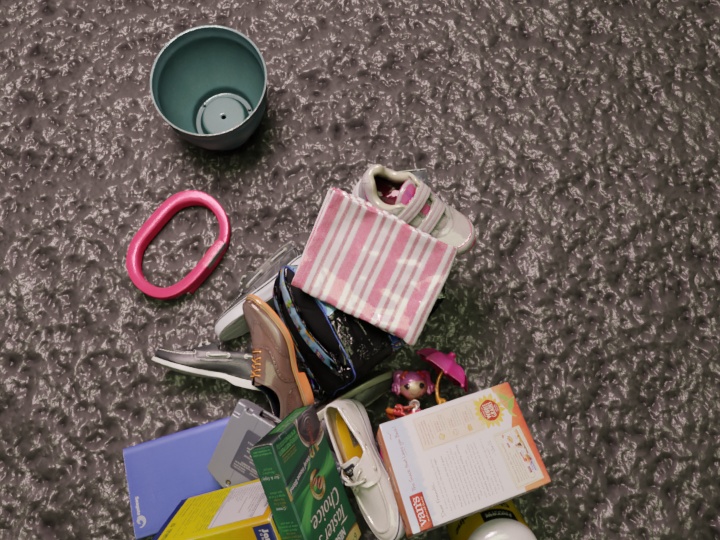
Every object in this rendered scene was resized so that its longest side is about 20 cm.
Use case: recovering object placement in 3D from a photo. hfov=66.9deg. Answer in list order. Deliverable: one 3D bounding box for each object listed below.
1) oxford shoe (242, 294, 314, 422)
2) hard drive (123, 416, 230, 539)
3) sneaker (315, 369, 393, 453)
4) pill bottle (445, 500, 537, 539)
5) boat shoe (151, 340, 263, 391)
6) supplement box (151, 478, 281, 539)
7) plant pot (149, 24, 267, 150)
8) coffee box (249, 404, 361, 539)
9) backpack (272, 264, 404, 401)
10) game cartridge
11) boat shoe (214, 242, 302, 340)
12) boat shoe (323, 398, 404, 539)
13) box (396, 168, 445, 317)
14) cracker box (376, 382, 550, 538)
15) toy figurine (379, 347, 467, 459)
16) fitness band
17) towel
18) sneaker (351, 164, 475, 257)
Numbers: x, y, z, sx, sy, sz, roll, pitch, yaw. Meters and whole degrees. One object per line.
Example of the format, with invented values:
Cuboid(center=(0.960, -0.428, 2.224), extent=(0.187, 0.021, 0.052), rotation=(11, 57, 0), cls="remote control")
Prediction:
Cuboid(center=(-0.141, 0.137, 0.839), extent=(0.072, 0.071, 0.205), rotation=(-27, 93, -35), cls="oxford shoe")
Cuboid(center=(-0.265, 0.321, 0.859), extent=(0.193, 0.025, 0.137), rotation=(-15, 77, -6), cls="hard drive")
Cuboid(center=(-0.014, 0.248, 0.870), extent=(0.196, 0.075, 0.109), rotation=(-32, 90, -8), cls="sneaker")
Cuboid(center=(0.185, 0.381, 0.757), extent=(0.108, 0.200, 0.117), rotation=(0, 93, -2), cls="pill bottle")
Cuboid(center=(-0.235, 0.147, 0.884), extent=(0.193, 0.076, 0.063), rotation=(16, 75, -10), cls="boat shoe")
Cuboid(center=(-0.175, 0.380, 0.760), extent=(0.194, 0.109, 0.113), rotation=(-19, 99, 14), cls="supplement box")
Cuboid(center=(-0.253, -0.298, 0.962), extent=(0.192, 0.135, 0.209), rotation=(1, 75, -2), cls="plant pot")
Cuboid(center=(-0.069, 0.301, 0.729), extent=(0.043, 0.122, 0.207), rotation=(-18, 93, 25), cls="coffee box")
Cuboid(center=(-0.048, 0.074, 0.845), extent=(0.132, 0.183, 0.203), rotation=(-29, 79, -27), cls="backpack")
Cuboid(center=(-0.126, 0.301, 0.816), extent=(0.196, 0.042, 0.136), rotation=(30, 102, 3), cls="game cartridge")
Cuboid(center=(-0.172, 0.034, 0.921), extent=(0.198, 0.073, 0.071), rotation=(-40, 69, -19), cls="boat shoe")
Cuboid(center=(-0.001, 0.277, 0.758), extent=(0.070, 0.069, 0.205), rotation=(-35, 62, 26), cls="boat shoe")
Cuboid(center=(0.072, -0.033, 0.889), extent=(0.083, 0.164, 0.208), rotation=(-6, 75, -3), cls="box")
Cuboid(center=(0.131, 0.248, 0.722), extent=(0.193, 0.058, 0.138), rotation=(-14, 62, -12), cls="cracker box")
Cuboid(center=(0.100, 0.218, 0.842), extent=(0.191, 0.151, 0.191), rotation=(-3, 70, 3), cls="toy figurine")
Cuboid(center=(-0.314, -0.044, 0.948), extent=(0.142, 0.038, 0.202), rotation=(36, 76, 10), cls="fitness band")
Cuboid(center=(0.018, -0.004, 0.736), extent=(0.195, 0.030, 0.150), rotation=(25, 99, 0), cls="towel")
Cuboid(center=(0.075, -0.083, 0.772), extent=(0.194, 0.088, 0.084), rotation=(25, 76, 5), cls="sneaker")
